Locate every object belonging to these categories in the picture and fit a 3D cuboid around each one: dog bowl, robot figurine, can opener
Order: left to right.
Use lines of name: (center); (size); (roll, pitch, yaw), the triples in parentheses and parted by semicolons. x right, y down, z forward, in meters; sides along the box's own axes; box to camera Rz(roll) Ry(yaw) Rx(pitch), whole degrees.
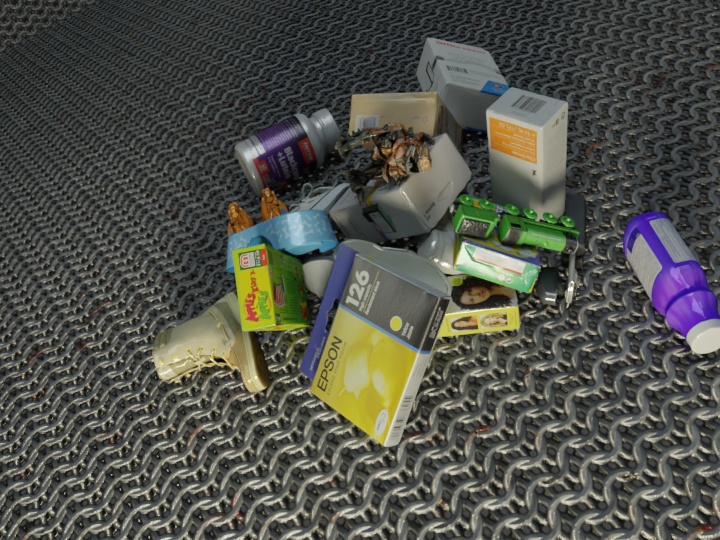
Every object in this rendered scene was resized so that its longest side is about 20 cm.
robot figurine: (-0.173, -0.057, 1.083); (0.142, 0.059, 0.202); (-24, 44, -4)
dog bowl: (-0.124, -0.043, 0.926); (0.196, 0.110, 0.051); (-17, 81, 34)
can opener: (0.298, -0.032, 0.908); (0.065, 0.054, 0.203); (5, 48, 15)

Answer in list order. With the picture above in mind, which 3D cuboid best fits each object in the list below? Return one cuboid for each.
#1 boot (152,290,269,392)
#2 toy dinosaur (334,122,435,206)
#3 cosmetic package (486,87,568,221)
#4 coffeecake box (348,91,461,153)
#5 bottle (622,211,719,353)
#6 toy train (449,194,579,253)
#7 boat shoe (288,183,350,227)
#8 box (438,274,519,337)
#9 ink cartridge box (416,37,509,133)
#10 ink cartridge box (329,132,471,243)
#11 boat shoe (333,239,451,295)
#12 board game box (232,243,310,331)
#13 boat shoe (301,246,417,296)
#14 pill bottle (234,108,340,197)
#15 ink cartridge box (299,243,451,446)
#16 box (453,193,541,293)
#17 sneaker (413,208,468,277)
boot: (-0.225, 0.129, 0.909); (0.152, 0.074, 0.201); (-26, 43, -8)
toy dinosaur: (0.038, -0.173, 0.913); (0.133, 0.105, 0.200); (-25, 11, -6)
cosmetic package: (0.256, -0.164, 0.944); (0.071, 0.203, 0.100); (-41, 48, -24)
coffeecake box: (0.085, -0.245, 1.082); (0.149, 0.199, 0.076); (5, 88, 22)
bottle: (0.411, 0.014, 0.805); (0.063, 0.085, 0.203); (-12, 44, 5)
toy train: (0.215, -0.060, 0.843); (0.193, 0.042, 0.057); (10, 40, -12)
boat shoe: (-0.085, -0.103, 1.064); (0.084, 0.076, 0.202); (22, 42, 21)
box: (0.127, 0.051, 0.887); (0.193, 0.051, 0.077); (-9, 44, 11)
ink cartridge box: (0.201, -0.365, 1.206); (0.141, 0.086, 0.203); (7, 41, -13)
ink cartridge box: (0.062, -0.126, 0.995); (0.198, 0.085, 0.146); (-8, 37, 54)
boat shoe: (0.043, 0.017, 0.866); (0.196, 0.063, 0.075); (18, 50, 31)
board game box: (-0.121, 0.030, 0.867); (0.046, 0.200, 0.105); (-9, 84, 7)
boat shoe: (0.000, 0.000, 0.974); (0.193, 0.076, 0.066); (2, 30, 17)
pill bottle: (-0.139, -0.237, 1.209); (0.196, 0.113, 0.112); (-29, 45, -11)
ink cartridge box: (0.003, 0.089, 0.814); (0.197, 0.046, 0.203); (25, 100, 34)
box: (0.196, -0.050, 0.901); (0.114, 0.050, 0.201); (17, 28, 0)
sneaker: (0.136, -0.047, 0.975); (0.087, 0.076, 0.202); (26, 30, -9)
